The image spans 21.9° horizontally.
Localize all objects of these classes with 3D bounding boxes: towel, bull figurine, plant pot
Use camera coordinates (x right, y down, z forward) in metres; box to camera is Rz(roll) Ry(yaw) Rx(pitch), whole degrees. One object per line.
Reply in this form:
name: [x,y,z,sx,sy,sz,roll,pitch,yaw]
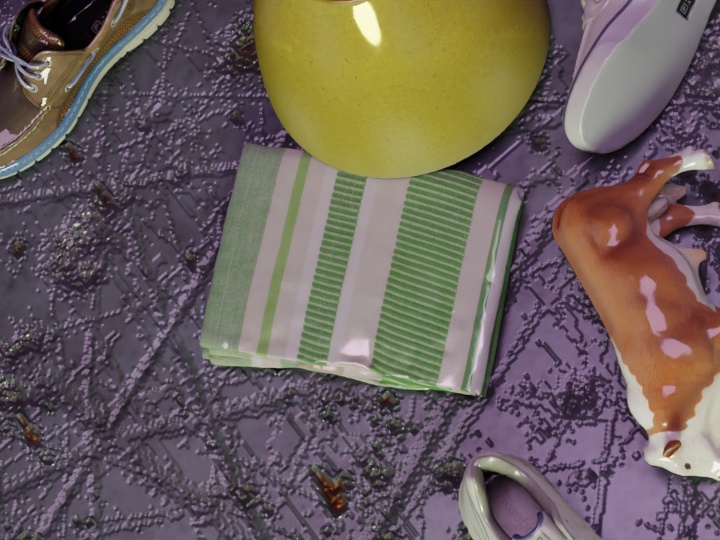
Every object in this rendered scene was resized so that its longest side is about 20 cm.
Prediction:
towel: [0.000,0.000,1.214,0.198,0.023,0.154,8,75,19]
bull figurine: [0.194,0.024,1.130,0.121,0.065,0.201,-27,71,2]
plant pot: [0.012,-0.180,1.188,0.198,0.142,0.202,-6,67,13]

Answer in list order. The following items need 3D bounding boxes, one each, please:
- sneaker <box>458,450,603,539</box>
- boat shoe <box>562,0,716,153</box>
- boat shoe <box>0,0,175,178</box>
sneaker: [0.124,0.184,1.090,0.075,0.087,0.200,-46,69,-3]
boat shoe: [0.177,-0.169,1.197,0.070,0.071,0.201,24,85,48]
boat shoe: [-0.218,-0.152,1.292,0.072,0.072,0.200,39,87,22]
